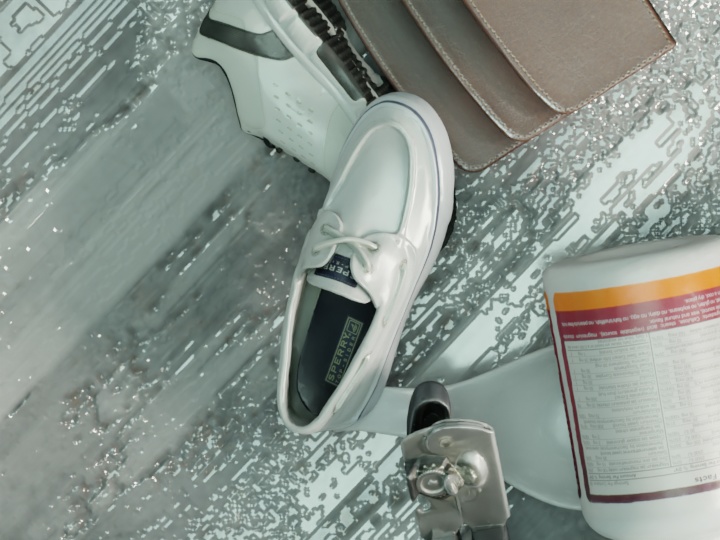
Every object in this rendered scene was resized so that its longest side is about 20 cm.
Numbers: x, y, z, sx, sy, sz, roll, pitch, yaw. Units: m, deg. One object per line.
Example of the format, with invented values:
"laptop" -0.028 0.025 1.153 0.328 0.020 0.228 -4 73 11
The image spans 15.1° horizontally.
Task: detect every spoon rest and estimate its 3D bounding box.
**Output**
"spoon rest" 0.081 0.087 1.586 0.199 0.061 0.100 4 93 4

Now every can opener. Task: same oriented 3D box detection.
"can opener" 0.061 0.149 1.563 0.053 0.067 0.200 -10 130 3

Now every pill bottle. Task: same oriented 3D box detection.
"pill bottle" 0.170 0.087 1.524 0.109 0.110 0.201 -10 94 3

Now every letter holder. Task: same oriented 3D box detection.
"letter holder" 0.062 -0.170 1.548 0.142 0.101 0.200 -33 91 -1

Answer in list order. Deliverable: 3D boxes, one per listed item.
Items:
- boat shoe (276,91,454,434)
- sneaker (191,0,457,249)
"boat shoe" 0.000 0.000 1.522 0.073 0.065 0.201 16 105 20
"sneaker" -0.019 -0.087 1.586 0.080 0.074 0.200 -37 88 22
